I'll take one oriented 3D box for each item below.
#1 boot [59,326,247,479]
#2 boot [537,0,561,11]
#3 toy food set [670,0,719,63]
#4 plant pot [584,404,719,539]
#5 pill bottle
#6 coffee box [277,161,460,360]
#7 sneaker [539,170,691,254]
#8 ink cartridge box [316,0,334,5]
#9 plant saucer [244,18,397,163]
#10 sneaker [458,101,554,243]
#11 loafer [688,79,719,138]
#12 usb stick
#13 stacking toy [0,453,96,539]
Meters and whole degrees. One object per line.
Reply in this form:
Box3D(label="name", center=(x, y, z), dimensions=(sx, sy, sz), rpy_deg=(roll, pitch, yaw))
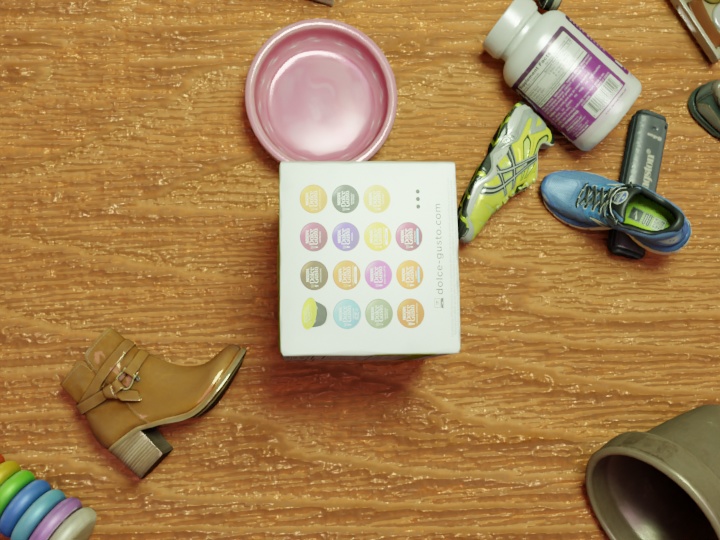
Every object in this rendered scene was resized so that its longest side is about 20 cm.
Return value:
Box3D(label="boot", center=(-0.247, 0.124, 0.886), dimensions=(0.155, 0.077, 0.200), rpy_deg=(45, 88, 5))
Box3D(label="boot", center=(0.199, -0.446, 0.999), dimensions=(0.146, 0.073, 0.207), rpy_deg=(-2, 79, -7))
Box3D(label="toy food set", center=(0.528, -0.404, 1.035), dimensions=(0.198, 0.060, 0.145), rpy_deg=(-34, 87, -9))
Box3D(label="plant pot", center=(0.399, 0.254, 0.888), dimensions=(0.172, 0.200, 0.203), rpy_deg=(-31, 86, -26))
Box3D(label="pill bottle", center=(0.257, -0.262, 0.963), dimensions=(0.199, 0.112, 0.113), rpy_deg=(42, 80, 0))
Box3D(label="coffee box", center=(0.000, 0.000, 0.856), dimensions=(0.191, 0.200, 0.206), rpy_deg=(0, 82, -5))
Box3D(label="sneaker", center=(0.322, -0.088, 0.938), dimensions=(0.196, 0.089, 0.080), rpy_deg=(21, 83, 25))
Box3D(label="ink cartridge box", center=(-0.041, -0.471, 0.940), dimensions=(0.080, 0.146, 0.206), rpy_deg=(15, 82, -6))
Box3D(label="plant saucer", center=(-0.051, -0.218, 0.955), dimensions=(0.194, 0.051, 0.207), rpy_deg=(1, 82, -5))
Box3D(label="sneaker", center=(0.187, -0.120, 0.956), dimensions=(0.075, 0.075, 0.203), rpy_deg=(30, 82, -1))
Box3D(label="loafer", center=(0.543, -0.189, 1.008), dimensions=(0.197, 0.063, 0.073), rpy_deg=(34, 81, -1))
Box3D(label="usb stick", center=(0.375, -0.116, 0.996), dimensions=(0.054, 0.033, 0.206), rpy_deg=(14, 81, -3))
Box3D(label="stacking toy", center=(-0.404, 0.256, 0.849), dimensions=(0.198, 0.085, 0.086), rpy_deg=(36, 81, 7))
